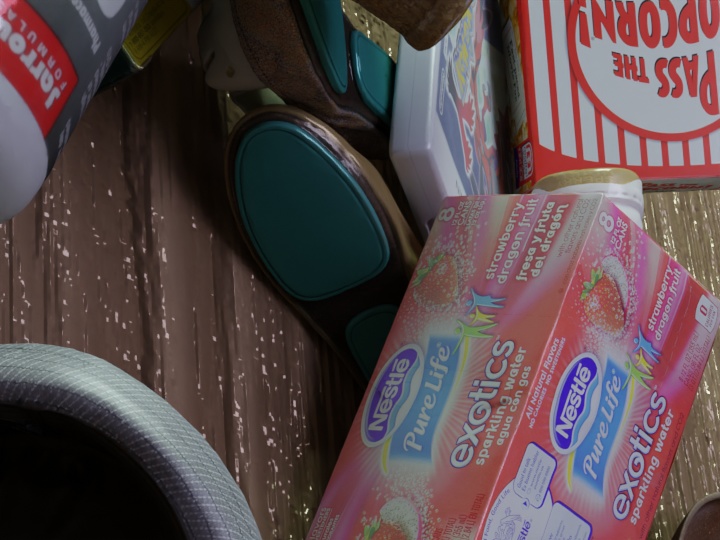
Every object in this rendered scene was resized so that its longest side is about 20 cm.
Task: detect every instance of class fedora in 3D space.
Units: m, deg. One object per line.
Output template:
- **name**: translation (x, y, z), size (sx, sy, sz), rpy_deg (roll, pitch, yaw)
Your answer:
- **fedora**: translation (-0.109, 0.123, 0.597), size (0.090, 0.177, 0.200), rpy_deg (75, 19, -82)

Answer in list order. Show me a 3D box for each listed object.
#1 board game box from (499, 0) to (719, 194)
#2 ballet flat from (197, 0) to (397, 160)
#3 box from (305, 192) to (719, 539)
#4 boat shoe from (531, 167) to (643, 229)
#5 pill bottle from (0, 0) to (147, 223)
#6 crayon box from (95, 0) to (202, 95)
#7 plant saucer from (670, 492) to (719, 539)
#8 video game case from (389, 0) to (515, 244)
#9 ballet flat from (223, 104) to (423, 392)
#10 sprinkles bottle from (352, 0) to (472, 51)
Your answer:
- **board game box**: translation (0.149, -0.140, 1.035), size (0.151, 0.046, 0.200), rpy_deg (-4, 83, -11)
- **ballet flat**: translation (-0.031, -0.090, 0.860), size (0.200, 0.067, 0.068), rpy_deg (52, 30, -64)
- **box**: translation (0.062, 0.076, 0.840), size (0.103, 0.095, 0.200), rpy_deg (38, 66, -38)
- **boat shoe**: translation (0.117, 0.017, 1.004), size (0.200, 0.071, 0.069), rpy_deg (61, 24, -66)
- **pill bottle**: translation (-0.138, -0.085, 0.660), size (0.114, 0.114, 0.200), rpy_deg (45, 53, -31)
- **crayon box**: translation (-0.138, -0.180, 0.812), size (0.200, 0.051, 0.127), rpy_deg (57, 33, -17)
- **plant saucer**: translation (0.210, 0.221, 1.085), size (0.200, 0.037, 0.200), rpy_deg (33, 46, -41)
- **video game case**: translation (0.053, -0.074, 0.993), size (0.182, 0.023, 0.200), rpy_deg (66, 22, -48)
- **ballet flat**: translation (0.000, 0.000, 0.899), size (0.200, 0.069, 0.063), rpy_deg (60, 21, -26)
- **sprinkles bottle**: translation (-0.039, -0.162, 0.736), size (0.200, 0.068, 0.068), rpy_deg (33, 40, -9)
